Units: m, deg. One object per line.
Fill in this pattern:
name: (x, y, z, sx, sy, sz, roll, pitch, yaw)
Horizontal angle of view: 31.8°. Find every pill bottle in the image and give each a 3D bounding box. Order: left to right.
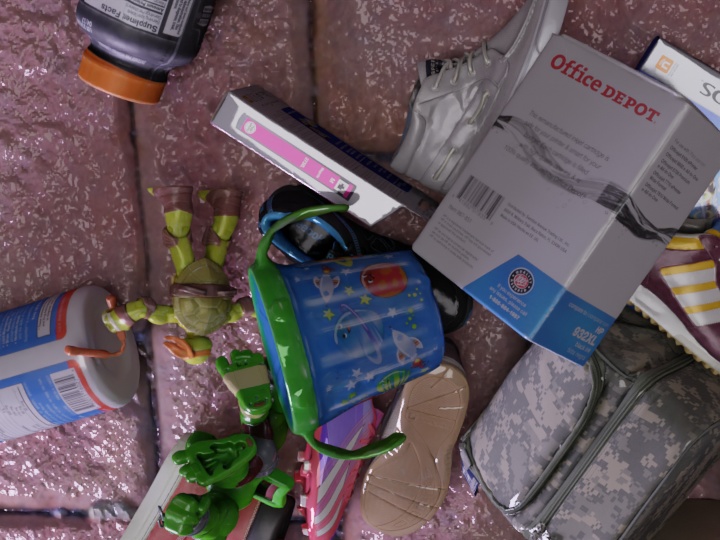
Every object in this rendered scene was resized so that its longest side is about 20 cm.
pill bottle: (-0.307, 0.091, 1.118, 0.200, 0.112, 0.112, -16, 99, 13)
pill bottle: (-0.166, -0.238, 1.024, 0.106, 0.106, 0.200, 24, 105, 4)

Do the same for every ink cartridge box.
ink cartridge box: (-0.022, -0.086, 1.038, 0.200, 0.095, 0.037, 31, 104, 2)
ink cartridge box: (0.156, -0.054, 0.944, 0.200, 0.084, 0.145, -56, 46, 7)

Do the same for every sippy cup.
sippy cup: (-0.008, 0.046, 0.982, 0.130, 0.140, 0.178, -14, 130, -9)

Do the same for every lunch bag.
lunch bag: (0.186, 0.129, 1.016, 0.168, 0.139, 0.200, 43, 123, 25)

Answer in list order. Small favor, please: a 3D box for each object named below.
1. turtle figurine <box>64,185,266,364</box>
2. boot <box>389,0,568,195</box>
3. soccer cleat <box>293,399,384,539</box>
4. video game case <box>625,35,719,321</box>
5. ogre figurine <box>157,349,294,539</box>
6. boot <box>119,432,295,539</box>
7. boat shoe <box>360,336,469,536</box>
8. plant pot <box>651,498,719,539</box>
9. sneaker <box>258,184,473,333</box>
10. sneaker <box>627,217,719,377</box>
turtle figurine: (-0.146, 0.011, 1.062, 0.200, 0.064, 0.162, 1, 88, -25)
boot: (0.092, -0.154, 1.013, 0.095, 0.074, 0.200, 21, 106, -2)
soccer cleat: (-0.016, 0.152, 1.108, 0.076, 0.067, 0.200, 0, 106, -10)
video game case: (0.263, -0.057, 1.021, 0.181, 0.045, 0.200, 31, 106, 3)
ogre figurine: (-0.103, 0.154, 1.058, 0.098, 0.200, 0.120, 6, 141, 1)
boot: (-0.146, 0.266, 1.147, 0.144, 0.072, 0.200, 31, 102, 4)
boat shoe: (0.051, 0.145, 1.092, 0.072, 0.065, 0.200, 17, 123, 5)
plant pot: (0.284, 0.311, 1.018, 0.187, 0.200, 0.188, 2, 103, 9)
sneaker: (0.000, 0.000, 1.060, 0.200, 0.082, 0.073, 28, 104, 2)
sneaker: (0.270, 0.013, 0.974, 0.200, 0.075, 0.090, 36, 112, -1)
